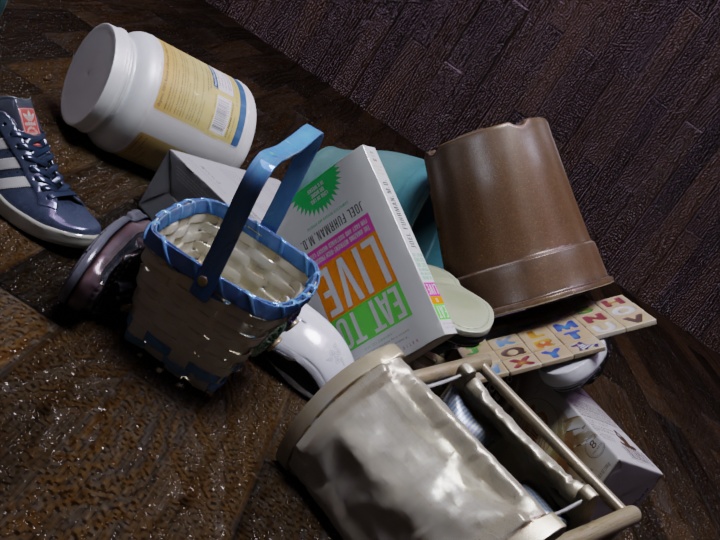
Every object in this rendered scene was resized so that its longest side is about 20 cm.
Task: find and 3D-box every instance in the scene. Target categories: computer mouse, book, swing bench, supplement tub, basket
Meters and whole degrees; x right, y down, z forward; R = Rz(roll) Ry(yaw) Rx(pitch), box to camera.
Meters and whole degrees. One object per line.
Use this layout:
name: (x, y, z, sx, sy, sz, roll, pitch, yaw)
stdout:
computer mouse: (-0.078, 0.043, 0.919, 0.199, 0.044, 0.110, 38, 43, 8)
book: (0.000, 0.000, 0.962, 0.048, 0.133, 0.203, 1, 61, -57)
swing bench: (0.075, 0.166, 0.760, 0.199, 0.131, 0.199, 15, 25, -52)
supplement tub: (-0.239, -0.194, 1.171, 0.198, 0.146, 0.145, 22, 18, -40)
basket: (-0.096, -0.019, 0.802, 0.138, 0.202, 0.176, 27, 21, 5)

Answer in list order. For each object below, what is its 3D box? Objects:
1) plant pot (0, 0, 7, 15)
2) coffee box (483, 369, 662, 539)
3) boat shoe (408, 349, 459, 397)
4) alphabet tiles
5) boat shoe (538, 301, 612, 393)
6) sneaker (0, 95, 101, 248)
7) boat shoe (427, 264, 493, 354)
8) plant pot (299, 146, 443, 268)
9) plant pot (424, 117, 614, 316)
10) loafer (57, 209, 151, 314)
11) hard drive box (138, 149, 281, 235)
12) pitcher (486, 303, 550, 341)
plant pot: (-0.507, -0.361, 1.051, 0.200, 0.202, 0.195, 42, 25, 30)
coffee box: (0.200, 0.182, 1.021, 0.079, 0.115, 0.200, 22, 18, -36)
boat shoe: (0.086, 0.099, 1.122, 0.072, 0.065, 0.199, 44, 17, 34)
alphabet tiles: (0.199, 0.064, 1.030, 0.167, 0.196, 0.008, -114, -171, -76)
boat shoe: (0.235, 0.089, 1.037, 0.200, 0.068, 0.058, -38, 116, -61)
sneaker: (-0.298, -0.102, 0.869, 0.199, 0.085, 0.075, 37, 15, 9)
boat shoe: (0.082, 0.051, 1.016, 0.073, 0.067, 0.199, 5, 16, -19)
plant pot: (0.015, -0.068, 1.281, 0.186, 0.203, 0.199, 23, 10, 21)
plant pot: (0.168, -0.057, 1.125, 0.200, 0.197, 0.202, -6, 81, -68)
loafer: (-0.195, -0.004, 0.828, 0.063, 0.072, 0.200, 36, 11, -8)
hard drive box: (-0.122, -0.046, 1.098, 0.156, 0.077, 0.199, 43, 17, 28)
pitcher: (0.211, 0.129, 1.221, 0.119, 0.175, 0.200, 4, -3, 0)
